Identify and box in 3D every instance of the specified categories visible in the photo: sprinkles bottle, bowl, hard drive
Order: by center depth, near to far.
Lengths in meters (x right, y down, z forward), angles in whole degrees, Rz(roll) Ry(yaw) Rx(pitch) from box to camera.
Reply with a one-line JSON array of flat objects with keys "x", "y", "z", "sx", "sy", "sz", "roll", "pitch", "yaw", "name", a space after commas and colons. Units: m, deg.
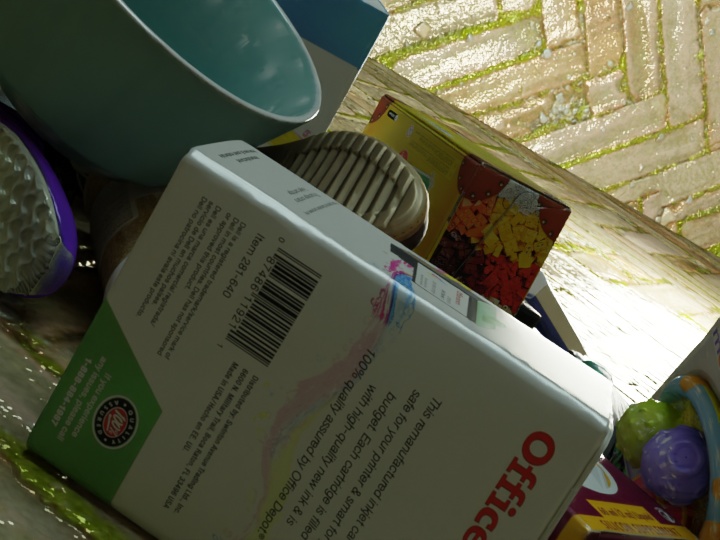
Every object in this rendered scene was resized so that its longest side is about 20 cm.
[{"x": -0.127, "y": -0.124, "z": 0.802, "sx": 0.200, "sy": 0.105, "sz": 0.201, "roll": 41, "pitch": 21, "yaw": -19, "name": "bowl"}, {"x": -0.116, "y": -0.010, "z": 0.817, "sx": 0.068, "sy": 0.069, "sz": 0.200, "roll": 26, "pitch": 13, "yaw": -23, "name": "sprinkles bottle"}, {"x": 0.134, "y": 0.004, "z": 1.277, "sx": 0.132, "sy": 0.025, "sz": 0.200, "roll": 51, "pitch": 1, "yaw": 26, "name": "hard drive"}]

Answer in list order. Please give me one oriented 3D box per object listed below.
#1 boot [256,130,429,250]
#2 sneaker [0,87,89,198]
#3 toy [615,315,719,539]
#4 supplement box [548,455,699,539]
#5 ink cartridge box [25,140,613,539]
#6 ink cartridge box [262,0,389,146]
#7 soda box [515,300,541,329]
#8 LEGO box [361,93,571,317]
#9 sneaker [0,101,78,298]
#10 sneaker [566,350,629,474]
[{"x": 0.000, "y": 0.000, "z": 0.844, "sx": 0.199, "sy": 0.073, "sz": 0.167, "roll": 13, "pitch": -33, "yaw": 50, "name": "boot"}, {"x": -0.170, "y": -0.103, "z": 0.931, "sx": 0.199, "sy": 0.116, "sz": 0.075, "roll": 27, "pitch": 13, "yaw": -22, "name": "sneaker"}, {"x": 0.159, "y": 0.111, "z": 0.777, "sx": 0.047, "sy": 0.116, "sz": 0.200, "roll": -5, "pitch": -24, "yaw": -6, "name": "toy"}, {"x": 0.056, "y": 0.106, "z": 0.743, "sx": 0.110, "sy": 0.086, "sz": 0.200, "roll": 17, "pitch": 19, "yaw": -49, "name": "supplement box"}, {"x": -0.013, "y": 0.061, "z": 0.609, "sx": 0.199, "sy": 0.146, "sz": 0.084, "roll": 33, "pitch": 13, "yaw": 6, "name": "ink cartridge box"}, {"x": -0.093, "y": -0.145, "z": 1.083, "sx": 0.145, "sy": 0.201, "sz": 0.147, "roll": 27, "pitch": 13, "yaw": -12, "name": "ink cartridge box"}, {"x": 0.065, "y": 0.008, "z": 1.174, "sx": 0.063, "sy": 0.071, "sz": 0.200, "roll": 30, "pitch": 12, "yaw": -29, "name": "soda box"}, {"x": 0.043, "y": -0.021, "z": 1.017, "sx": 0.077, "sy": 0.150, "sz": 0.200, "roll": 23, "pitch": 11, "yaw": -24, "name": "LEGO box"}, {"x": -0.186, "y": -0.048, "z": 0.792, "sx": 0.099, "sy": 0.070, "sz": 0.200, "roll": 21, "pitch": 17, "yaw": -48, "name": "sneaker"}, {"x": 0.162, "y": 0.107, "z": 0.959, "sx": 0.087, "sy": 0.075, "sz": 0.200, "roll": 36, "pitch": 11, "yaw": 0, "name": "sneaker"}]
